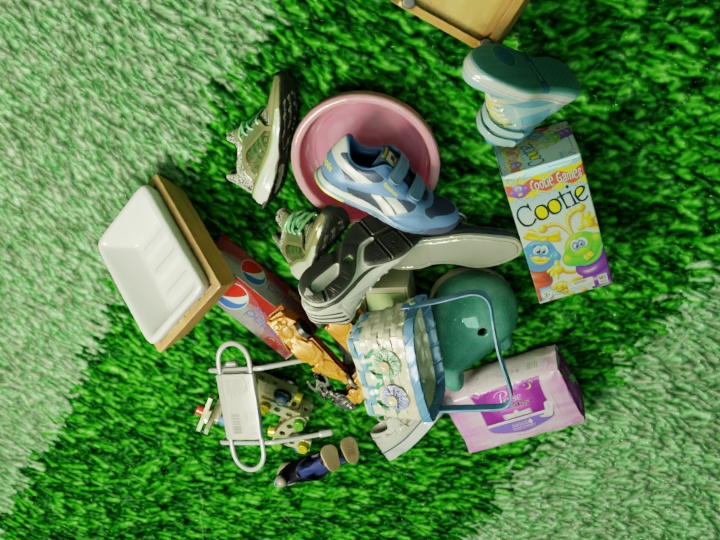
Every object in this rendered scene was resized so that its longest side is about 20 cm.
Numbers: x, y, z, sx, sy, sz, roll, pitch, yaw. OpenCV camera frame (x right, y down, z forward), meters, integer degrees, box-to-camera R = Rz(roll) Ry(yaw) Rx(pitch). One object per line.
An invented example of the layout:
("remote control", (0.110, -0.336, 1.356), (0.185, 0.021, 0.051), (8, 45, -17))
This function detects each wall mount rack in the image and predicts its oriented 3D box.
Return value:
("wall mount rack", (-0.139, 0.195, 1.604), (0.174, 0.075, 0.200), (-5, 96, 29))

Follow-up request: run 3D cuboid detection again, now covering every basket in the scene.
("basket", (0.094, 0.120, 1.446), (0.200, 0.139, 0.176), (-12, 109, 14))

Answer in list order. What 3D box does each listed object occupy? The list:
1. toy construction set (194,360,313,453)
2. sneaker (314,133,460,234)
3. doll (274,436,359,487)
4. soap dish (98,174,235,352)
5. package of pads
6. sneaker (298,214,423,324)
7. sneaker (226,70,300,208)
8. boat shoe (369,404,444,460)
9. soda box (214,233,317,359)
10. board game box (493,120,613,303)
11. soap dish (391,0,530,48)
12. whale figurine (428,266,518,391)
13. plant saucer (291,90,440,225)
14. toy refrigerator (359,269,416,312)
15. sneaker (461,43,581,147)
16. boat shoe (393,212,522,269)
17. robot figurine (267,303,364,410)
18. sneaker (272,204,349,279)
("toy construction set", (-0.160, 0.223, 1.717), (0.200, 0.092, 0.131), (15, 126, -13))
("sneaker", (0.043, -0.111, 1.395), (0.200, 0.074, 0.082), (22, 123, -7))
("doll", (-0.076, 0.320, 1.754), (0.200, 0.136, 0.048), (-33, 75, 51))
("soap dish", (-0.273, -0.011, 1.516), (0.157, 0.081, 0.200), (-45, 65, 31))
("package of pads", (0.230, 0.195, 1.630), (0.200, 0.076, 0.121), (-20, 118, 22))
("sneaker", (0.000, 0.000, 1.454), (0.076, 0.200, 0.115), (48, 160, 21))
("sneaker", (-0.140, -0.180, 1.445), (0.089, 0.077, 0.200), (20, 123, 7))
("boat shoe", (0.062, 0.228, 1.665), (0.086, 0.075, 0.202), (45, 152, 3))
("soda box", (-0.156, 0.040, 1.599), (0.200, 0.063, 0.070), (40, 123, -18))
("board game box", (0.255, -0.076, 1.415), (0.103, 0.105, 0.200), (-16, 120, 10))
("soap dish", (0.141, -0.362, 1.260), (0.157, 0.081, 0.200), (27, 123, -9))
("whale figurine", (0.149, 0.095, 1.537), (0.159, 0.104, 0.200), (17, 112, -17))
("plant saucer", (0.009, -0.155, 1.445), (0.200, 0.051, 0.201), (5, 124, 8))
("toy refrigerator", (0.048, 0.092, 1.595), (0.076, 0.070, 0.200), (-1, 123, 12))
("sneaker", (0.171, -0.204, 1.318), (0.200, 0.080, 0.131), (2, 145, -43))
("boat shoe", (0.126, -0.041, 1.491), (0.200, 0.062, 0.075), (-6, 137, 21))
("robot figurine", (-0.030, 0.109, 1.544), (0.145, 0.058, 0.200), (-37, 108, 18))
("sneaker", (-0.082, -0.052, 1.475), (0.089, 0.077, 0.200), (41, 154, 0))
